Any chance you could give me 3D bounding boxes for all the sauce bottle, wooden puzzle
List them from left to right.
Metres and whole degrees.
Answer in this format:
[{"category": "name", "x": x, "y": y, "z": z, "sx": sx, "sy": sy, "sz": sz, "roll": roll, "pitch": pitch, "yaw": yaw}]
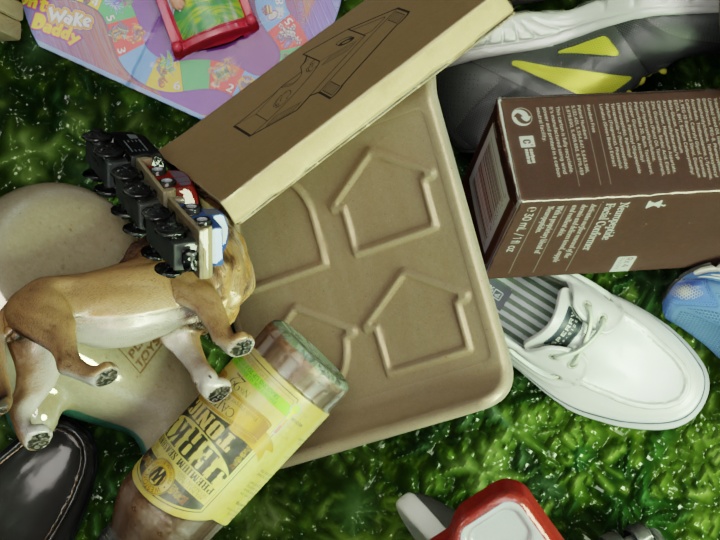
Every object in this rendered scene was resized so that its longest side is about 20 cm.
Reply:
[{"category": "sauce bottle", "x": -0.093, "y": 0.119, "z": 1.704, "sx": 0.065, "sy": 0.065, "sz": 0.200, "roll": 41, "pitch": 92, "yaw": 3}, {"category": "wooden puzzle", "x": 0.000, "y": 0.000, "z": 1.740, "sx": 0.185, "sy": 0.046, "sz": 0.201, "roll": -18, "pitch": 80, "yaw": 36}]

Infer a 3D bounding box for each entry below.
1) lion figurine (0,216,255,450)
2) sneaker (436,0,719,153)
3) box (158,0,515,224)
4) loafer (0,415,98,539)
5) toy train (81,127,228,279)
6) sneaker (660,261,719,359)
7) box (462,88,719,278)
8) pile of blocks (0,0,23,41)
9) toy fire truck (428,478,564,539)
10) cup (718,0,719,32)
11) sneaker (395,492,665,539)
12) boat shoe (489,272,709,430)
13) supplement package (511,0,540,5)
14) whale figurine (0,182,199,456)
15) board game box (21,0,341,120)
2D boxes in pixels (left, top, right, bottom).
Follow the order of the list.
[{"category": "lion figurine", "x": -0.138, "y": 0.024, "z": 1.666, "sx": 0.199, "sy": 0.073, "sz": 0.123, "roll": -8, "pitch": 48, "yaw": -32}, {"category": "sneaker", "x": 0.137, "y": -0.117, "z": 1.776, "sx": 0.199, "sy": 0.074, "sz": 0.085, "roll": -9, "pitch": 91, "yaw": 9}, {"category": "box", "x": -0.018, "y": -0.107, "z": 1.721, "sx": 0.200, "sy": 0.163, "sz": 0.021, "roll": -38, "pitch": 110, "yaw": -6}, {"category": "loafer", "x": -0.223, "y": 0.172, "z": 1.748, "sx": 0.073, "sy": 0.072, "sz": 0.200, "roll": 33, "pitch": 86, "yaw": 4}, {"category": "toy train", "x": -0.115, "y": -0.039, "z": 1.686, "sx": 0.046, "sy": 0.200, "sz": 0.034, "roll": -6, "pitch": 112, "yaw": -18}, {"category": "sneaker", "x": 0.255, "y": 0.071, "z": 1.734, "sx": 0.200, "sy": 0.079, "sz": 0.089, "roll": 35, "pitch": 70, "yaw": 14}, {"category": "box", "x": 0.168, "y": -0.051, "z": 1.721, "sx": 0.199, "sy": 0.100, "sz": 0.075, "roll": -5, "pitch": 64, "yaw": -13}, {"category": "pile of blocks", "x": -0.232, "y": -0.174, "z": 1.767, "sx": 0.082, "sy": 0.062, "sz": 0.200, "roll": 34, "pitch": 94, "yaw": 19}, {"category": "toy fire truck", "x": 0.077, "y": 0.237, "z": 1.682, "sx": 0.168, "sy": 0.112, "sz": 0.200, "roll": -34, "pitch": 102, "yaw": 12}, {"category": "cup", "x": 0.278, "y": -0.137, "z": 1.650, "sx": 0.199, "sy": 0.143, "sz": 0.201, "roll": 8, "pitch": 61, "yaw": -14}, {"category": "sneaker", "x": 0.119, "y": 0.172, "z": 1.751, "sx": 0.200, "sy": 0.071, "sz": 0.099, "roll": 39, "pitch": 84, "yaw": -1}, {"category": "boat shoe", "x": 0.114, "y": 0.036, "z": 1.759, "sx": 0.199, "sy": 0.067, "sz": 0.074, "roll": 25, "pitch": 86, "yaw": 2}, {"category": "supplement package", "x": 0.152, "y": -0.250, "z": 1.760, "sx": 0.199, "sy": 0.111, "sz": 0.157, "roll": -9, "pitch": 85, "yaw": 0}, {"category": "whale figurine", "x": -0.164, "y": 0.044, "z": 1.754, "sx": 0.200, "sy": 0.104, "sz": 0.159, "roll": 45, "pitch": 54, "yaw": -17}, {"category": "board game box", "x": -0.110, "y": -0.185, "z": 1.791, "sx": 0.199, "sy": 0.039, "sz": 0.159, "roll": 25, "pitch": 86, "yaw": 3}]
